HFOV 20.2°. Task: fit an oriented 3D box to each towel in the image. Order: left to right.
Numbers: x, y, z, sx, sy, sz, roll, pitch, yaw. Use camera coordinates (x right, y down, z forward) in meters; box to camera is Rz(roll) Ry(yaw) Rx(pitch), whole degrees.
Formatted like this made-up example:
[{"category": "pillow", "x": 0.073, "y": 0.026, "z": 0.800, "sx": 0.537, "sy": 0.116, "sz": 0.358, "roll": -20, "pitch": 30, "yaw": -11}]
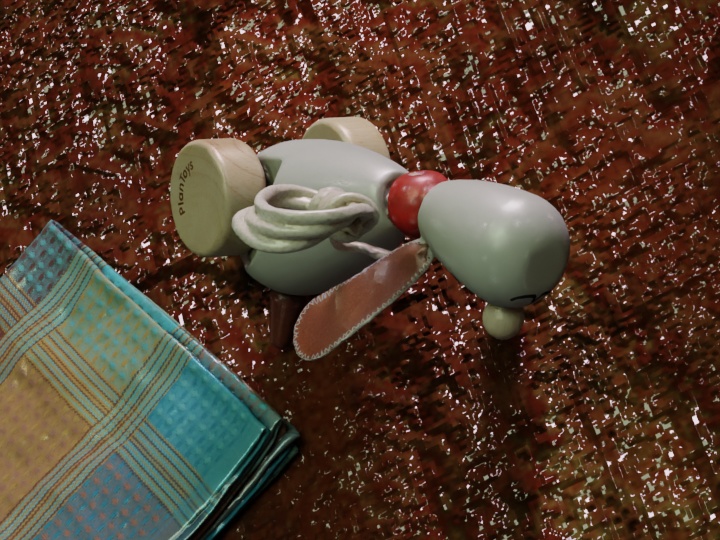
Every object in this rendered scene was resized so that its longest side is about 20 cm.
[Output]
[{"category": "towel", "x": -0.133, "y": 0.075, "z": 0.899, "sx": 0.147, "sy": 0.022, "sz": 0.200, "roll": -48, "pitch": 49, "yaw": -4}]

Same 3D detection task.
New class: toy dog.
[{"category": "toy dog", "x": 0.000, "y": 0.000, "z": 0.813, "sx": 0.131, "sy": 0.097, "sz": 0.200, "roll": -5, "pitch": 16, "yaw": -15}]
